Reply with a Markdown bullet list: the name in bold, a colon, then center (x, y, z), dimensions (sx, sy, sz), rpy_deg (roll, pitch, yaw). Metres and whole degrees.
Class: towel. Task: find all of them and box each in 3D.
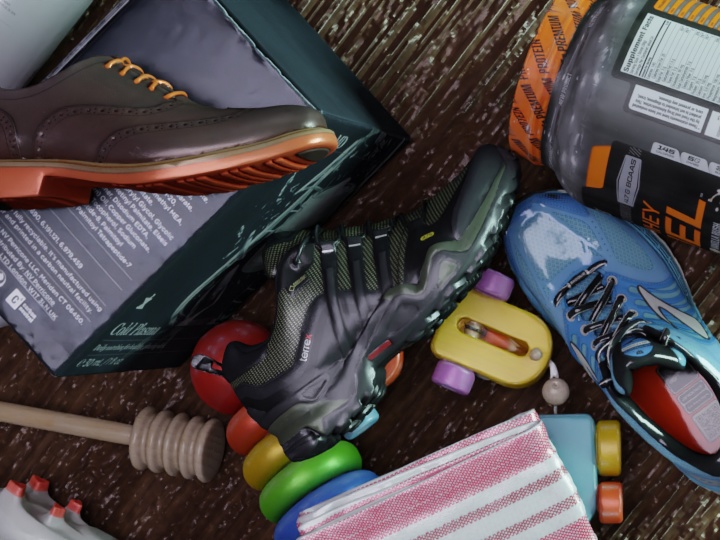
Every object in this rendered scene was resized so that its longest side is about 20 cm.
- **towel**: center (0.068, 0.190, 1.293), dimensions (0.146, 0.030, 0.201), rpy_deg (-25, 94, 6)

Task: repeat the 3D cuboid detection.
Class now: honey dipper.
- **honey dipper**: center (-0.177, 0.089, 1.435), dimensions (0.199, 0.038, 0.038), rpy_deg (8, 90, 18)

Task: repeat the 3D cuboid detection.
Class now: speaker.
- **speaker**: center (-0.173, -0.196, 1.420), dimensions (0.081, 0.081, 0.200), rpy_deg (41, 99, 13)

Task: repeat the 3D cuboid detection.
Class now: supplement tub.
- **supplement tub**: center (0.186, -0.073, 1.292), dimensions (0.199, 0.123, 0.123), rpy_deg (21, 94, 16)

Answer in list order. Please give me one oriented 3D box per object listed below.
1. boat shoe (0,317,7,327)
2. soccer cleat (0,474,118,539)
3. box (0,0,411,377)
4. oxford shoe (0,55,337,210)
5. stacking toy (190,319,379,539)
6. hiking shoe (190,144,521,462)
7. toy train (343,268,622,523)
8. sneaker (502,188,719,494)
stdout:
- **boat shoe**: center (-0.267, -0.041, 1.450), dimensions (0.066, 0.070, 0.200), rpy_deg (-38, 78, 19)
- **soccer cleat**: center (-0.143, 0.193, 1.410), dimensions (0.200, 0.069, 0.078), rpy_deg (30, 101, 22)
- **box**: center (-0.101, -0.052, 1.332), dimensions (0.197, 0.200, 0.124), rpy_deg (-45, 79, 10)
- **oxford shoe**: center (-0.109, -0.072, 1.197), dimensions (0.199, 0.071, 0.073), rpy_deg (-4, 85, 14)
- **stacking toy**: center (-0.033, 0.115, 1.374), dimensions (0.085, 0.085, 0.200), rpy_deg (-38, 74, 11)
- **hiking shoe**: center (0.000, 0.000, 1.299), dimensions (0.101, 0.076, 0.200), rpy_deg (40, 88, 7)
- **toy train**: center (0.053, 0.086, 1.348), dimensions (0.150, 0.056, 0.200), rpy_deg (-40, 80, -1)
- **sneaker**: center (0.149, 0.033, 1.315), dimensions (0.078, 0.090, 0.200), rpy_deg (-44, 77, 10)
